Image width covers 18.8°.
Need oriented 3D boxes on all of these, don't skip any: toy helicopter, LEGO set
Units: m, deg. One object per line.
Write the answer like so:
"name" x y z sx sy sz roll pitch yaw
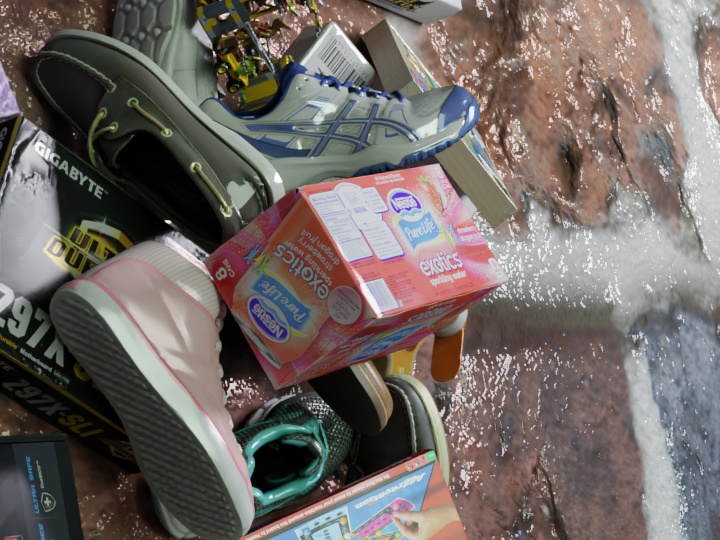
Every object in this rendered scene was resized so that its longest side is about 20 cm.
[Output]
"toy helicopter" 0.032 0.054 1.629 0.132 0.079 0.201 5 98 -50
"LEGO set" -0.050 -0.217 1.563 0.200 0.115 0.154 -95 163 -46

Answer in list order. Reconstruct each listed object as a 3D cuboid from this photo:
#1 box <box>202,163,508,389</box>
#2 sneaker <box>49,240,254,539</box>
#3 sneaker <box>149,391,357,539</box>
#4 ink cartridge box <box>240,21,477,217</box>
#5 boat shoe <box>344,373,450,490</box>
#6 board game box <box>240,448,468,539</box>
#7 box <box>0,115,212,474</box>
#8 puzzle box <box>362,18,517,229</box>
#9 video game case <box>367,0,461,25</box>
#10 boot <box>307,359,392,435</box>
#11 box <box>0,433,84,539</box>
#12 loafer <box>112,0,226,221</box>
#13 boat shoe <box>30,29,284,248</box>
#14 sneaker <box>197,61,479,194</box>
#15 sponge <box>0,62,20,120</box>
"box" 0.000 0.000 1.451 0.103 0.095 0.200 59 28 8
"sneaker" -0.109 0.071 1.401 0.105 0.075 0.201 -42 105 -43
"sneaker" -0.052 0.132 1.506 0.200 0.091 0.078 -27 99 -51
"ink cartridge box" -0.018 -0.057 1.655 0.200 0.045 0.176 49 61 -25
"boat shoe" 0.018 0.176 1.559 0.065 0.073 0.201 -5 96 -50
"board game box" -0.019 0.209 1.500 0.199 0.019 0.103 -23 95 -22
"box" -0.185 0.019 1.430 0.200 0.049 0.160 38 52 -34
"puzzle box" 0.059 -0.119 1.690 0.133 0.025 0.200 49 9 -19
"video game case" 0.005 -0.322 1.781 0.181 0.045 0.201 15 65 -47
"boot" -0.023 0.022 1.538 0.075 0.074 0.200 -24 74 -31
"box" -0.246 0.201 1.290 0.198 0.050 0.201 4 73 -50
"loafer" -0.132 -0.132 1.537 0.070 0.070 0.201 10 76 -52
"boat shoe" -0.144 -0.088 1.445 0.201 0.072 0.060 36 45 11
"sneaker" -0.017 -0.106 1.495 0.199 0.075 0.088 -17 98 -10
"sponge" -0.308 -0.130 1.356 0.200 0.030 0.112 -20 92 -50
